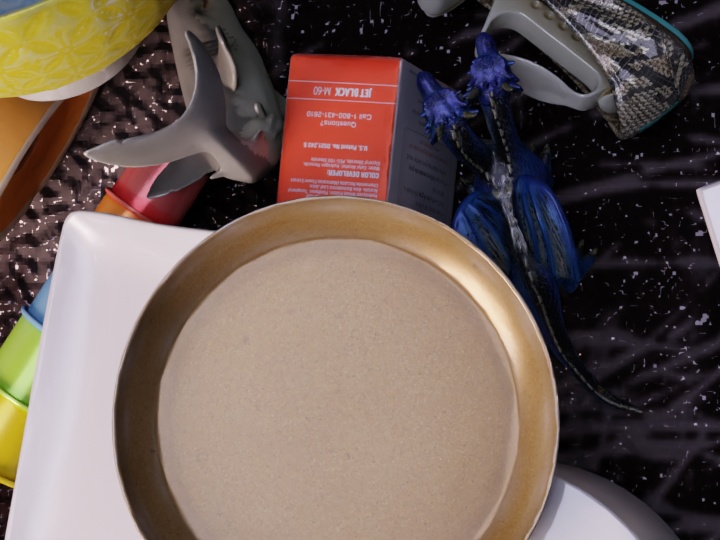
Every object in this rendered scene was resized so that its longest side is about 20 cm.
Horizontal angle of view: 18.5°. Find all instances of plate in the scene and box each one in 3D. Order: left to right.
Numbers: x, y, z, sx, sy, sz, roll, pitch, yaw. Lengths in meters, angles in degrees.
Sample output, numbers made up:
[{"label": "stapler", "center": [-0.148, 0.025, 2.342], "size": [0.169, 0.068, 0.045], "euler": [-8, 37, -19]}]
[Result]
[{"label": "plate", "center": [-0.092, 0.078, 1.082], "size": [0.199, 0.032, 0.202], "euler": [7, 86, 45]}]

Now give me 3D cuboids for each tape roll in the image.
[{"label": "tape roll", "center": [0.067, 0.191, 1.060], "size": [0.201, 0.139, 0.205], "euler": [-1, 84, 15]}]

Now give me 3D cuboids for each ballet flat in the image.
[{"label": "ballet flat", "center": [0.077, -0.139, 1.122], "size": [0.200, 0.068, 0.075], "euler": [41, 74, 14]}]

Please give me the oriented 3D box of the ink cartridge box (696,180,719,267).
[{"label": "ink cartridge box", "center": [0.258, 0.040, 1.015], "size": [0.146, 0.146, 0.201], "euler": [-19, 80, 14]}]

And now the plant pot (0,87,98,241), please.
[{"label": "plant pot", "center": [-0.244, -0.108, 1.166], "size": [0.183, 0.200, 0.201], "euler": [32, 95, 2]}]

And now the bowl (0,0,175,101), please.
[{"label": "bowl", "center": [-0.157, -0.146, 1.053], "size": [0.198, 0.108, 0.201], "euler": [-9, 49, 10]}]

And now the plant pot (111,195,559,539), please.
[{"label": "plant pot", "center": [-0.011, 0.068, 0.989], "size": [0.198, 0.027, 0.202], "euler": [0, 87, 1]}]

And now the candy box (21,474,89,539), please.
[{"label": "candy box", "center": [-0.103, 0.204, 1.153], "size": [0.135, 0.061, 0.202], "euler": [-6, 83, 17]}]

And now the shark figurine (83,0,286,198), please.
[{"label": "shark figurine", "center": [-0.080, -0.064, 1.112], "size": [0.089, 0.215, 0.128], "euler": [-34, 108, 11]}]

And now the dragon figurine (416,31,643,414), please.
[{"label": "dragon figurine", "center": [0.079, -0.015, 1.096], "size": [0.058, 0.099, 0.202], "euler": [-18, 86, 13]}]

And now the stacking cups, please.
[{"label": "stacking cups", "center": [-0.148, 0.020, 1.183], "size": [0.060, 0.060, 0.201], "euler": [35, 95, 16]}]

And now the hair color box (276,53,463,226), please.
[{"label": "hair color box", "center": [0.000, 0.000, 1.114], "size": [0.063, 0.111, 0.202], "euler": [3, 86, 19]}]
